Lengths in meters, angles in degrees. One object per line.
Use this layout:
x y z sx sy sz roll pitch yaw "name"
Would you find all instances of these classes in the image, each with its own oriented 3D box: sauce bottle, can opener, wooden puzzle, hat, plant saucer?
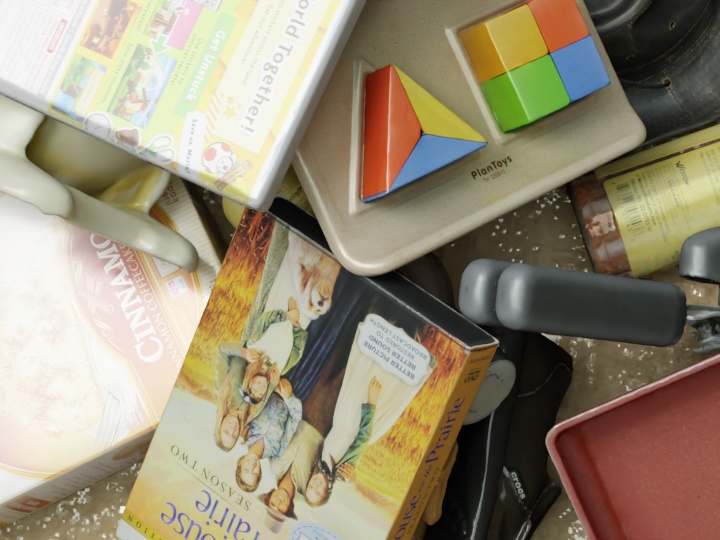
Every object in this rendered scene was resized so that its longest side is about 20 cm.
0.000 0.000 1.258 0.065 0.065 0.200 -42 57 -1 "sauce bottle"
0.135 0.008 1.235 0.053 0.200 0.067 4 92 52 "can opener"
0.033 -0.120 1.197 0.185 0.046 0.200 -27 90 -27 "wooden puzzle"
0.209 -0.050 1.295 0.200 0.066 0.066 -18 79 5 "sauce bottle"
0.129 -0.158 1.298 0.200 0.081 0.201 -1 69 2 "hat"
0.213 0.113 1.239 0.200 0.037 0.200 -24 114 2 "plant saucer"

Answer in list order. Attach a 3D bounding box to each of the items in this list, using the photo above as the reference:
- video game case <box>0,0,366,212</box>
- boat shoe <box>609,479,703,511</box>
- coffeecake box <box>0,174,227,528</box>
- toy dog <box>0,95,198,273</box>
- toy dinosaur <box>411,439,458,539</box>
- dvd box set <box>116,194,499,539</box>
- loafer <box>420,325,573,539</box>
-0.082 -0.152 1.146 0.182 0.023 0.200 25 88 13 "video game case"
0.203 0.068 1.273 0.200 0.069 0.072 -23 78 3 "boat shoe"
-0.162 0.034 1.324 0.200 0.073 0.154 -27 78 3 "coffeecake box"
-0.124 -0.123 1.252 0.194 0.140 0.200 23 88 46 "toy dog"
0.017 0.131 1.258 0.060 0.106 0.200 -9 49 -16 "toy dinosaur"
-0.031 0.084 1.220 0.146 0.029 0.200 35 114 27 "dvd box set"
0.070 0.122 1.278 0.071 0.073 0.200 11 96 -28 "loafer"
